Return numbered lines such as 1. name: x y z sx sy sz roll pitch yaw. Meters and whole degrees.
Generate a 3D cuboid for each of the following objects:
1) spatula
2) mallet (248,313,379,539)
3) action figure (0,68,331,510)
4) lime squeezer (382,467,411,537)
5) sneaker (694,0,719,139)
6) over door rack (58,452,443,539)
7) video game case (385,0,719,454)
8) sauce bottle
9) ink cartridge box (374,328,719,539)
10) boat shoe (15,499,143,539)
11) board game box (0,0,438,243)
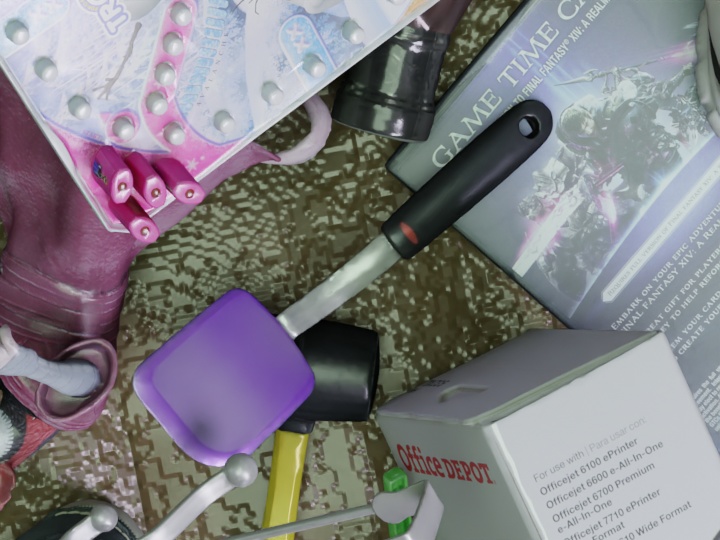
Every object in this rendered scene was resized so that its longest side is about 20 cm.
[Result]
1. spatula: 0.000 0.000 1.131 0.200 0.021 0.057 -40 99 -4
2. mallet: -0.045 0.113 1.178 0.065 0.041 0.201 15 102 -1
3. action figure: -0.120 0.000 1.151 0.148 0.134 0.201 -3 117 -39
4. lime squeezer: 0.037 0.174 1.163 0.038 0.071 0.201 -24 95 -8
5. sneaker: 0.161 -0.146 1.100 0.073 0.080 0.202 -8 89 -2
6. over door rack: -0.007 0.143 1.092 0.199 0.067 0.148 -9 122 43
7. video game case: 0.130 -0.031 1.157 0.200 0.019 0.143 41 98 -2
8. sauce bottle: 0.030 -0.152 1.123 0.066 0.066 0.201 15 100 1
9. ink cartridge box: 0.098 0.128 1.109 0.083 0.145 0.201 -26 96 -15
10. boat shoe: -0.166 0.177 1.177 0.073 0.062 0.200 43 97 -2
11. board game box: -0.049 -0.134 1.018 0.200 0.026 0.200 -37 130 -9
